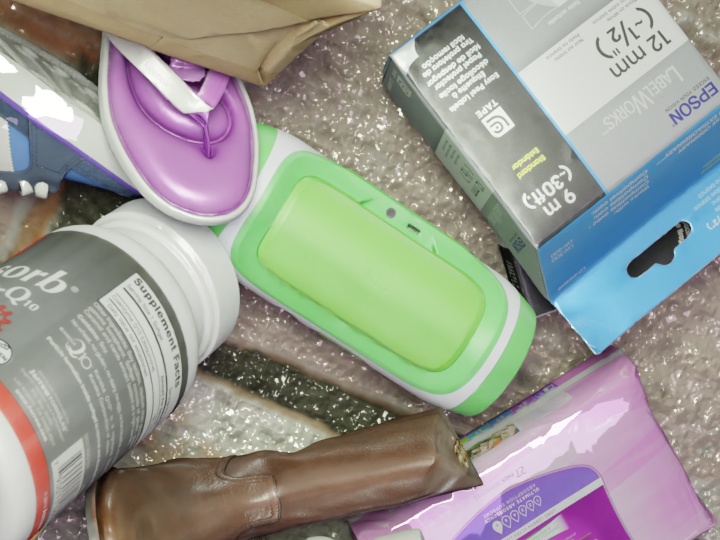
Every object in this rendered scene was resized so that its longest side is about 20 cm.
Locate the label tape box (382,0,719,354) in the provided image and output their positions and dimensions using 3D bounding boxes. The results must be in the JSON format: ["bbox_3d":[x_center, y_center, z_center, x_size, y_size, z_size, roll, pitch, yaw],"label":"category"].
[{"bbox_3d":[0.127,-0.077,0.903,0.143,0.066,0.201,-37,84,-8],"label":"label tape box"}]

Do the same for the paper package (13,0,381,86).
[{"bbox_3d":[-0.089,-0.220,0.789,0.189,0.103,0.202,15,63,-35],"label":"paper package"}]

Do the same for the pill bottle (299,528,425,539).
[{"bbox_3d":[-0.051,0.208,0.865,0.198,0.114,0.115,-15,101,3],"label":"pill bottle"}]

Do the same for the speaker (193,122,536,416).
[{"bbox_3d":[0.000,0.000,0.913,0.199,0.088,0.089,33,91,-13],"label":"speaker"}]

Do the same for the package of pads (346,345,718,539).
[{"bbox_3d":[0.101,0.148,0.958,0.199,0.076,0.121,-32,101,-5],"label":"package of pads"}]

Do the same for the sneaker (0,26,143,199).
[{"bbox_3d":[-0.222,-0.057,0.874,0.199,0.081,0.147,32,103,-19],"label":"sneaker"}]

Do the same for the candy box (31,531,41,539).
[{"bbox_3d":[-0.241,0.130,0.841,0.116,0.055,0.200,55,52,-24],"label":"candy box"}]

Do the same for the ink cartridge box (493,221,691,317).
[{"bbox_3d":[0.174,-0.049,0.965,0.198,0.037,0.096,-20,101,-9],"label":"ink cartridge box"}]

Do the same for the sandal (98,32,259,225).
[{"bbox_3d":[-0.100,-0.121,0.848,0.081,0.050,0.205,-6,68,-17],"label":"sandal"}]

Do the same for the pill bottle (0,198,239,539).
[{"bbox_3d":[-0.153,0.047,0.817,0.115,0.200,0.117,15,123,25],"label":"pill bottle"}]

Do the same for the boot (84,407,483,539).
[{"bbox_3d":[-0.036,0.118,0.858,0.198,0.186,0.065,-8,95,6],"label":"boot"}]
